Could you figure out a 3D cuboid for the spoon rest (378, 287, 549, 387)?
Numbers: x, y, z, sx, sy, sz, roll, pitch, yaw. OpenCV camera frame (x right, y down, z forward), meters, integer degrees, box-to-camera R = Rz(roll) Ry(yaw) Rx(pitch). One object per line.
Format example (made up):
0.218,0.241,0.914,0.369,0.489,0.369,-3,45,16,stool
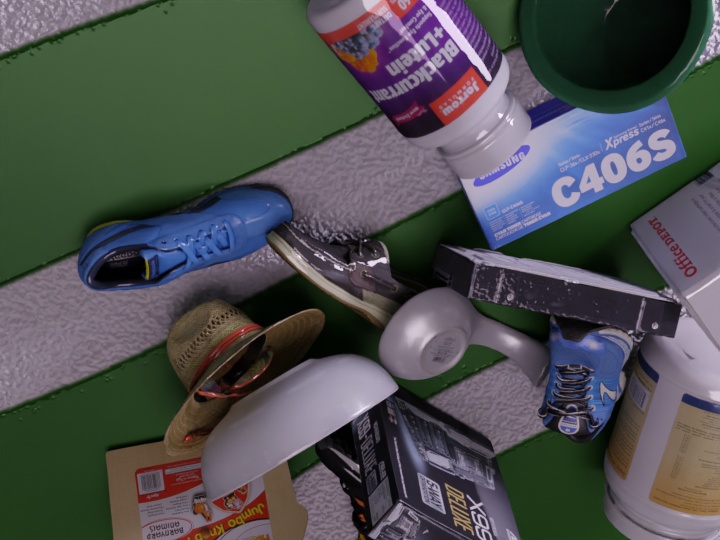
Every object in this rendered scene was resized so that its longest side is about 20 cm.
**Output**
0.097,0.067,1.239,0.199,0.061,0.100,15,114,-38,spoon rest

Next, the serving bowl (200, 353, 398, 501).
-0.066,0.130,1.192,0.199,0.200,0.066,-32,86,7,serving bowl

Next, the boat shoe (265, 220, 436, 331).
0.001,0.001,1.207,0.200,0.072,0.066,34,96,-32,boat shoe

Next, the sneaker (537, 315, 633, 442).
0.210,0.108,1.232,0.078,0.090,0.200,12,156,22,sneaker

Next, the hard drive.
0.175,0.016,1.199,0.198,0.140,0.038,10,96,-11,hard drive

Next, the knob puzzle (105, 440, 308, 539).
-0.146,0.260,1.270,0.217,0.222,0.031,-9,159,-4,knob puzzle

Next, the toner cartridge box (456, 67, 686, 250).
0.188,-0.106,1.197,0.198,0.043,0.096,-26,116,5,toner cartridge box

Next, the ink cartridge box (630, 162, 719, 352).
0.367,-0.039,1.201,0.199,0.145,0.085,-36,117,9,ink cartridge box

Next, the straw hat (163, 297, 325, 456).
-0.132,0.075,1.206,0.201,0.201,0.085,-46,74,14,straw hat

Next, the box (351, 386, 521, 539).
0.070,0.203,1.244,0.157,0.201,0.050,32,112,-21,box

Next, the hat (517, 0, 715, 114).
0.263,-0.212,1.161,0.198,0.175,0.168,18,99,30,hat

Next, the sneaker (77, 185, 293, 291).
-0.153,-0.020,1.168,0.198,0.079,0.067,-14,116,-4,sneaker

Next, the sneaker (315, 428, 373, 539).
0.016,0.242,1.328,0.200,0.070,0.090,38,102,-25,sneaker

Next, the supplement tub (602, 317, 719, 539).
0.323,0.164,1.296,0.143,0.145,0.202,7,116,-12,supplement tub

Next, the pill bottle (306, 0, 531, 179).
0.055,-0.175,1.103,0.111,0.112,0.200,-38,116,11,pill bottle
